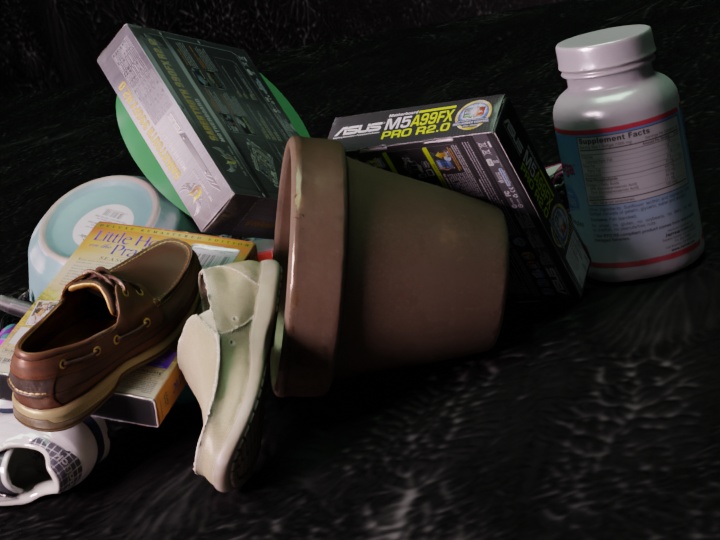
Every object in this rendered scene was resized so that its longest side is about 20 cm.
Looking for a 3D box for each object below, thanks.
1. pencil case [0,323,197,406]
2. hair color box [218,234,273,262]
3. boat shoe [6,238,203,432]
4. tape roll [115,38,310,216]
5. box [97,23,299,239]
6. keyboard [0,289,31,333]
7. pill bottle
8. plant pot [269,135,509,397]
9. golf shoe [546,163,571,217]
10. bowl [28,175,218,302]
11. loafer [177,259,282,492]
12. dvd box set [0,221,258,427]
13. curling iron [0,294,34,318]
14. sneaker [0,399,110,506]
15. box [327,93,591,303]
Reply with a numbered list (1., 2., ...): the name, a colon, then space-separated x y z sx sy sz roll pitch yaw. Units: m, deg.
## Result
1. pencil case: -0.204 0.074 1.341 0.198 0.086 0.092 -8 -28 22
2. hair color box: -0.148 0.009 1.594 0.198 0.064 0.111 -13 15 6
3. boat shoe: -0.179 0.032 1.183 0.071 0.068 0.200 16 41 26
4. tape roll: -0.131 -0.125 1.524 0.048 0.201 0.200 -44 -4 32
5. box: -0.117 -0.116 1.414 0.048 0.201 0.158 -46 -27 26
6. keyboard: -0.330 0.085 1.428 0.128 0.021 0.200 -55 7 15
7. pill bottle: 0.223 -0.100 1.390 0.108 0.202 0.109 -12 14 3
8. plant pot: 0.022 0.002 1.272 0.173 0.202 0.200 4 13 -6
9. golf shoe: 0.193 -0.069 1.528 0.198 0.073 0.092 -6 15 27
10. bowl: -0.221 -0.011 1.487 0.199 0.106 0.202 -10 42 9
11. loafer: -0.099 0.072 1.168 0.068 0.076 0.201 6 43 1
12. dvd box set: -0.181 0.036 1.262 0.145 0.030 0.201 7 38 17
13. curling iron: -0.215 0.048 1.406 0.198 0.050 0.026 14 35 4
14. sneaker: -0.288 0.139 1.219 0.198 0.077 0.081 -9 24 21
15. box: 0.082 -0.051 1.351 0.159 0.200 0.044 -4 47 32
